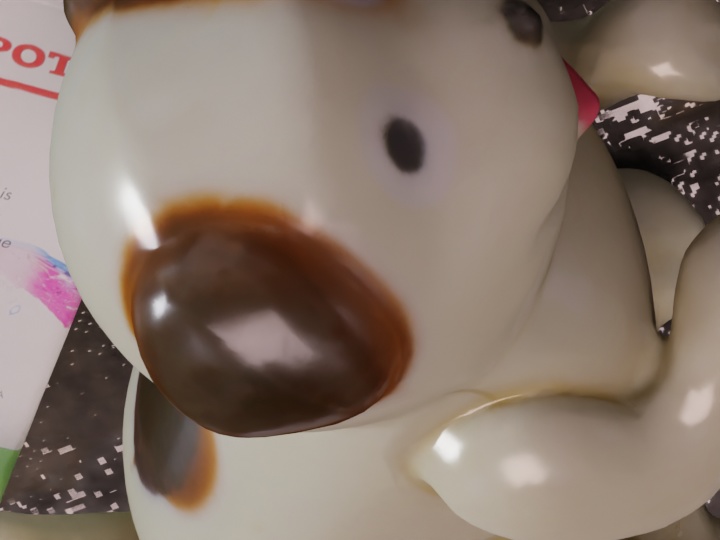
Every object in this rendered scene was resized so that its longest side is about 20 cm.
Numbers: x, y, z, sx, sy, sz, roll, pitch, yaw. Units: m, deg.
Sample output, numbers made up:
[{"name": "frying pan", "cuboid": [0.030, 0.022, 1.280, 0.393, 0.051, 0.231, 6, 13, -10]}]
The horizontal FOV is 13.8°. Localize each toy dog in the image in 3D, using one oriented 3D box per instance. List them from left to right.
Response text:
[{"name": "toy dog", "cuboid": [0.000, 0.000, 0.619, 0.194, 0.140, 0.200, -6, 152, 8]}]

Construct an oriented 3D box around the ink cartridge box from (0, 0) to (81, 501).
[{"name": "ink cartridge box", "cuboid": [-0.111, -0.038, 0.660, 0.117, 0.067, 0.200, 15, 124, -16]}]
